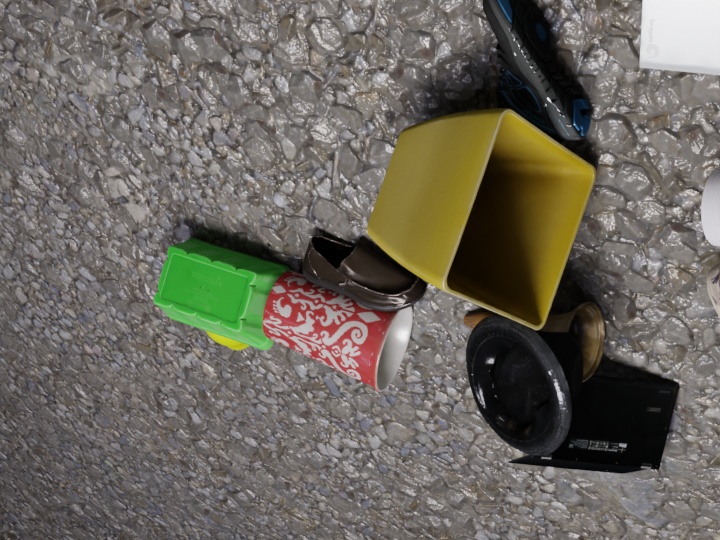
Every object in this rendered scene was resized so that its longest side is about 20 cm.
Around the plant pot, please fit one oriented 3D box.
[{"bbox_3d":[0.125,-0.070,1.160,0.175,0.203,0.199,19,178,45],"label":"plant pot"}]

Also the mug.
[{"bbox_3d":[-0.038,0.100,1.494,0.197,0.134,0.180,19,128,18],"label":"mug"}]

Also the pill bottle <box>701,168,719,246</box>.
[{"bbox_3d":[0.462,-0.061,1.023,0.198,0.112,0.113,7,134,44],"label":"pill bottle"}]

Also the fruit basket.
[{"bbox_3d":[-0.209,0.047,1.584,0.212,0.158,0.216,17,179,0],"label":"fruit basket"}]

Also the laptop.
[{"bbox_3d":[0.326,0.222,1.418,0.184,0.116,0.204,6,108,-6],"label":"laptop"}]

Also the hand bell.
[{"bbox_3d":[0.223,0.083,1.366,0.198,0.104,0.105,8,134,42],"label":"hand bell"}]

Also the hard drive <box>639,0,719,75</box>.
[{"bbox_3d":[0.378,-0.254,0.979,0.197,0.027,0.133,12,134,24],"label":"hard drive"}]

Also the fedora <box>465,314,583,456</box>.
[{"bbox_3d":[0.219,0.131,1.252,0.200,0.091,0.203,39,141,41],"label":"fedora"}]

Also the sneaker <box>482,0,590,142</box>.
[{"bbox_3d":[0.178,-0.220,1.104,0.081,0.073,0.201,-12,121,41],"label":"sneaker"}]

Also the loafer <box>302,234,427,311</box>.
[{"bbox_3d":[0.000,0.000,1.423,0.197,0.073,0.072,14,137,22],"label":"loafer"}]

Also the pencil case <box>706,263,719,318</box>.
[{"bbox_3d":[0.495,0.011,1.110,0.198,0.077,0.091,-22,95,43],"label":"pencil case"}]
